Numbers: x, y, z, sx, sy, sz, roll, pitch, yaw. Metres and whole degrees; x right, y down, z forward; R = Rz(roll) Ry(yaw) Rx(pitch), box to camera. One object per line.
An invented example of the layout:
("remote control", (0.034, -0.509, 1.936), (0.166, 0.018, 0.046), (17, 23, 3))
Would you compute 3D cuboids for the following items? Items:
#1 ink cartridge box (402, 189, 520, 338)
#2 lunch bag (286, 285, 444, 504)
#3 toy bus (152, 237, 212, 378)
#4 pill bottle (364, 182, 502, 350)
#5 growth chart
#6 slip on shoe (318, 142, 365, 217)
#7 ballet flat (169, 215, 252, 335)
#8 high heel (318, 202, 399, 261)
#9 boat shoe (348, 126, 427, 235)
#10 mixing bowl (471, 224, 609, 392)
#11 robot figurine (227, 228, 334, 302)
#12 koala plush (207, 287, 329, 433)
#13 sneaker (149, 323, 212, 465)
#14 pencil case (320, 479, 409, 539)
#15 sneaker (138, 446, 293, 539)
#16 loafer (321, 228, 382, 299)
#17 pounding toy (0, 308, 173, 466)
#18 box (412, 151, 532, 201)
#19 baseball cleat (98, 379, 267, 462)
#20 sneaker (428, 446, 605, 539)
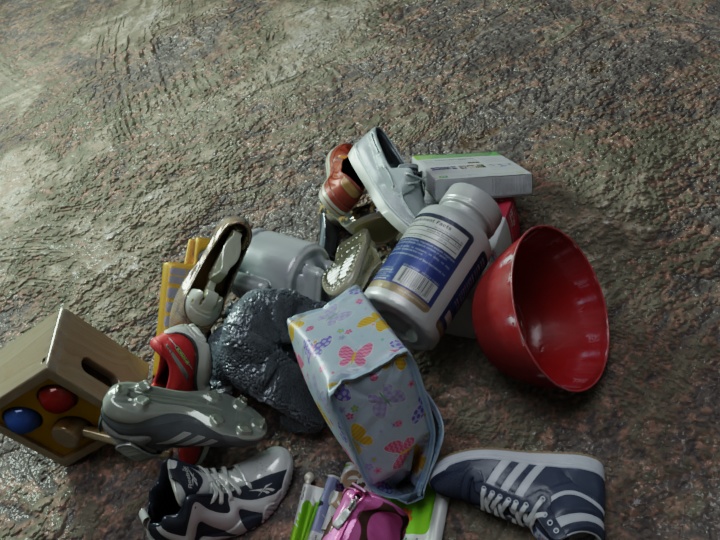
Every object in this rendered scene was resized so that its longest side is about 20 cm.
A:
("ink cartridge box", (0.131, -0.016, 1.141), (0.145, 0.086, 0.202), (7, 49, 25))
("lunch bag", (0.012, 0.147, 0.927), (0.125, 0.203, 0.170), (-24, 29, -11))
("toy bus", (-0.252, 0.055, 1.157), (0.077, 0.065, 0.204), (5, 78, -13))
("pill bottle", (0.096, -0.010, 1.008), (0.110, 0.112, 0.201), (21, 64, 34))
("growth chart", (0.011, 0.285, 0.943), (0.196, 0.018, 0.146), (-6, 45, 13))
("slip on shoe", (-0.016, -0.147, 1.212), (0.061, 0.074, 0.201), (-39, 17, 23))
("ballet flat", (-0.204, 0.015, 1.095), (0.067, 0.067, 0.203), (4, 71, 63))
("high heel", (0.008, -0.105, 1.248), (0.198, 0.071, 0.144), (-25, 42, 33))
("boat shoe", (0.053, -0.124, 1.123), (0.072, 0.069, 0.202), (-49, 58, 27))
("mixing bowl", (0.209, 0.058, 0.991), (0.108, 0.200, 0.202), (-22, 32, 46))
("robot figurine", (-0.122, 0.004, 1.192), (0.197, 0.115, 0.169), (16, 17, 32))
("koala plush", (-0.142, 0.109, 1.073), (0.198, 0.182, 0.180), (-8, 61, 50))
("sneaker", (-0.238, 0.162, 1.024), (0.084, 0.204, 0.077), (-12, 26, -29))
("pencil case", (-0.025, 0.330, 0.839), (0.089, 0.094, 0.202), (13, 62, 24))
("sneaker", (-0.176, 0.258, 0.954), (0.197, 0.131, 0.080), (-30, 45, -11))
("loafer", (0.000, 0.000, 1.101), (0.075, 0.069, 0.200), (-35, 12, 19))
("pounding toy", (-0.375, 0.181, 1.070), (0.182, 0.200, 0.144), (-29, 39, 22))
("box", (0.163, -0.145, 1.210), (0.141, 0.037, 0.200), (-4, 19, -5))
("baseball cleat", (-0.217, 0.191, 0.976), (0.197, 0.108, 0.070), (18, 32, -12))
("sneaker", (0.169, 0.257, 0.870), (0.196, 0.071, 0.110), (-3, 45, 11))
